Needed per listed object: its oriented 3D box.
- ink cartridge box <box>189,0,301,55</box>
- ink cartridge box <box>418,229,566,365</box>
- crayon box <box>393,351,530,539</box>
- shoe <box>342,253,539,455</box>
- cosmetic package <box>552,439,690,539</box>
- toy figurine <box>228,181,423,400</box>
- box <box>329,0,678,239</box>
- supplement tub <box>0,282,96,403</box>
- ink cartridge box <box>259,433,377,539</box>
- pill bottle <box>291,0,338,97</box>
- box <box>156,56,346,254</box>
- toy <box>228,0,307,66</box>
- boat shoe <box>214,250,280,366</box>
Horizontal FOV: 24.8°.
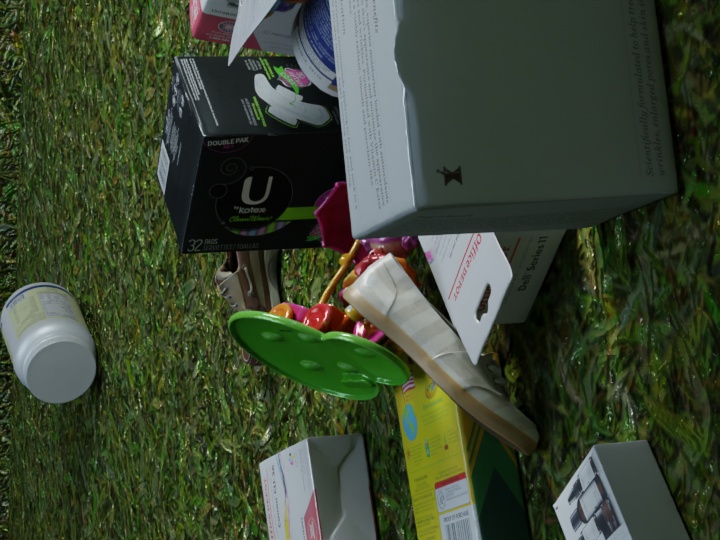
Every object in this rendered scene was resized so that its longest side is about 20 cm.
[{"bbox_3d":[-0.073,-0.301,1.582,0.200,0.145,0.084,124,149,-57],"label":"ink cartridge box"},{"bbox_3d":[0.100,-0.037,1.303,0.118,0.066,0.201,109,150,-46],"label":"ink cartridge box"},{"bbox_3d":[0.083,0.152,1.398,0.127,0.050,0.203,144,119,-65],"label":"crayon box"},{"bbox_3d":[0.073,0.067,1.311,0.200,0.053,0.070,43,178,5],"label":"shoe"},{"bbox_3d":[0.197,0.224,1.121,0.083,0.050,0.201,111,148,-48],"label":"cosmetic package"},{"bbox_3d":[0.000,0.000,1.457,0.199,0.150,0.186,-2,57,51],"label":"toy figurine"},{"bbox_3d":[0.094,-0.132,1.131,0.131,0.198,0.202,158,107,-69],"label":"box"},{"bbox_3d":[-0.538,0.126,2.833,0.200,0.143,0.147,-128,40,-54],"label":"supplement tub"},{"bbox_3d":[-0.053,0.248,1.730,0.200,0.067,0.118,142,122,-64],"label":"ink cartridge box"},{"bbox_3d":[0.019,-0.236,1.422,0.200,0.110,0.112,138,125,-63],"label":"pill bottle"},{"bbox_3d":[-0.081,-0.112,1.570,0.125,0.198,0.150,-113,29,-42],"label":"box"},{"bbox_3d":[-0.057,-0.268,1.420,0.200,0.047,0.116,132,149,-56],"label":"toy"},{"bbox_3d":[-0.135,0.011,1.897,0.076,0.071,0.203,-162,70,-67],"label":"boat shoe"}]
